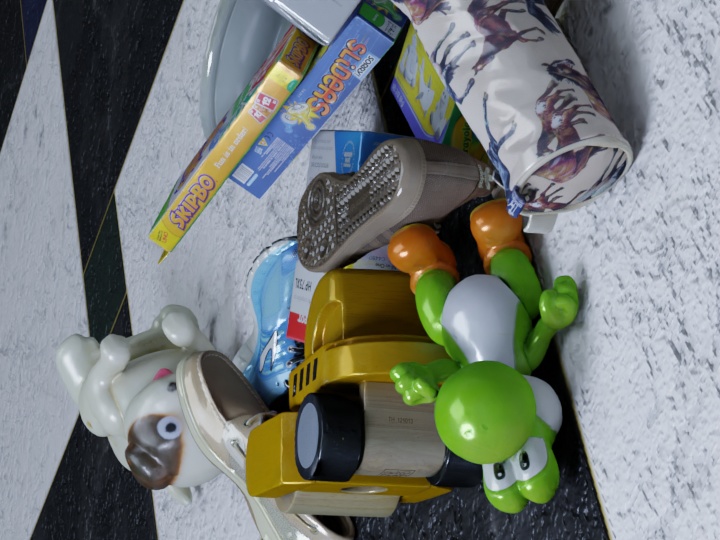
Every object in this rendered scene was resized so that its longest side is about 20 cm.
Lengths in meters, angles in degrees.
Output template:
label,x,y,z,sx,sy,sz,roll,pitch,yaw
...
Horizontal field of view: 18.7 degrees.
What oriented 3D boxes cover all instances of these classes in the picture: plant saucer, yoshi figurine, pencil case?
label,x,y,z,sx,sy,sz,roll,pitch,yaw
plant saucer,-0.064,-0.183,1.759,0.200,0.050,0.200,20,-90,-74
yoshi figurine,0.075,0.047,1.338,0.112,0.112,0.200,-53,40,44
pencil case,0.083,-0.123,1.321,0.089,0.078,0.200,-47,58,33

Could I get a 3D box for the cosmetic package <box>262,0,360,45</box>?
label,x,y,z,sx,sy,sz,roll,pitch,yaw
cosmetic package,0.003,-0.258,1.499,0.200,0.081,0.113,-52,7,4

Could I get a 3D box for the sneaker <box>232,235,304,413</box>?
label,x,y,z,sx,sy,sz,roll,pitch,yaw
sneaker,-0.045,0.057,1.727,0.090,0.078,0.200,51,140,41

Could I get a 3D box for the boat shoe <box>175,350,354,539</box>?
label,x,y,z,sx,sy,sz,roll,pitch,yaw
boat shoe,-0.071,0.138,1.684,0.065,0.072,0.200,-44,70,38

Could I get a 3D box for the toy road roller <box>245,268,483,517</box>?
label,x,y,z,sx,sy,sz,roll,pitch,yaw
toy road roller,0.004,0.082,1.477,0.200,0.123,0.146,140,132,-65

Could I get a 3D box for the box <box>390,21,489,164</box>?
label,x,y,z,sx,sy,sz,roll,pitch,yaw
box,0.080,-0.178,1.465,0.117,0.048,0.200,-114,37,-54

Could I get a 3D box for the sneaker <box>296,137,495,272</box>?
label,x,y,z,sx,sy,sz,roll,pitch,yaw
sneaker,0.020,-0.037,1.463,0.200,0.075,0.071,156,118,-65

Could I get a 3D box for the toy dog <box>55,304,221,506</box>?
label,x,y,z,sx,sy,sz,roll,pitch,yaw
toy dog,-0.180,0.133,1.951,0.200,0.139,0.194,-159,63,-69

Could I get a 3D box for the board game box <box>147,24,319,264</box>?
label,x,y,z,sx,sy,sz,roll,pitch,yaw
board game box,-0.094,-0.096,1.600,0.200,0.030,0.096,-53,9,30

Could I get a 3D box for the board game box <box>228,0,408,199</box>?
label,x,y,z,sx,sy,sz,roll,pitch,yaw
board game box,-0.018,-0.155,1.603,0.200,0.034,0.135,-46,12,45

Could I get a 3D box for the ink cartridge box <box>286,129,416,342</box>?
label,x,y,z,sx,sy,sz,roll,pitch,yaw
ink cartridge box,0.000,0.000,1.595,0.116,0.067,0.200,-170,87,-70

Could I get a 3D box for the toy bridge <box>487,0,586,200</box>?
label,x,y,z,sx,sy,sz,roll,pitch,yaw
toy bridge,0.119,-0.139,1.376,0.067,0.027,0.200,-109,31,-49
